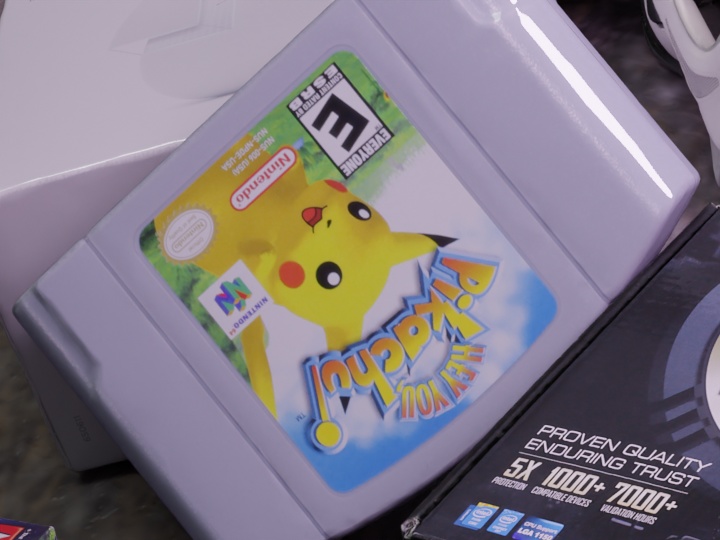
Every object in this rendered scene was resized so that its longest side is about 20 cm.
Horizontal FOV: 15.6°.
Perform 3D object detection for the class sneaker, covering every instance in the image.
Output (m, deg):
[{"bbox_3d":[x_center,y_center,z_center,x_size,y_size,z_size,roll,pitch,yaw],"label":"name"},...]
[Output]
[{"bbox_3d":[0.142,-0.107,0.986,0.074,0.089,0.200,-19,30,3],"label":"sneaker"}]

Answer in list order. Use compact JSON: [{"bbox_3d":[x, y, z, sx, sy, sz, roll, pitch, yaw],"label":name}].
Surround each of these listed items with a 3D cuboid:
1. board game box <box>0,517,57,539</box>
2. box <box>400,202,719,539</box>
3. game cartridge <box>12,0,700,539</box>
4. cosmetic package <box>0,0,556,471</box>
[{"bbox_3d":[-0.175,0.155,0.782,0.199,0.062,0.200,7,40,34],"label":"board game box"},{"bbox_3d":[0.141,0.073,0.711,0.200,0.086,0.164,13,43,41],"label":"box"},{"bbox_3d":[0.000,0.000,0.815,0.200,0.133,0.040,-42,-3,18],"label":"game cartridge"},{"bbox_3d":[-0.025,-0.051,0.955,0.199,0.123,0.200,-14,33,9],"label":"cosmetic package"}]
